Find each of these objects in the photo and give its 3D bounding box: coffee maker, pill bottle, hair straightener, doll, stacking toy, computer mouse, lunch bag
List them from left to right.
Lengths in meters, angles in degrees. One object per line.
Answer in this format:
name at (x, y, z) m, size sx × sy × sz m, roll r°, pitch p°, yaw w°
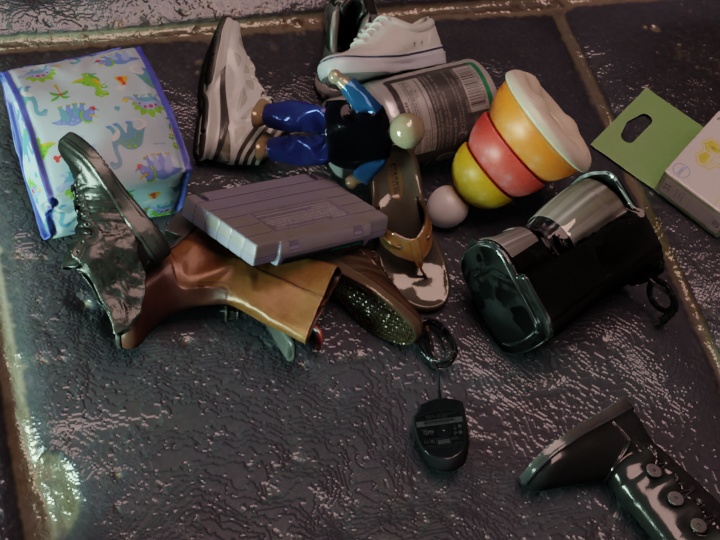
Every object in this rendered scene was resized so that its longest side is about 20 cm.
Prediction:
lunch bag at (-0.299, -0.152, 1.734) m, size 0.169 × 0.128 × 0.201 m, roll -13°, pitch 69°, yaw -21°
hair straightener at (-0.123, 0.022, 1.703) m, size 0.077 × 0.041 × 0.200 m, roll -24°, pitch 63°, yaw -27°
doll at (-0.024, -0.160, 1.738) m, size 0.198 × 0.138 × 0.048 m, roll 4°, pitch 22°, yaw 21°
pill bottle at (0.058, -0.178, 1.844) m, size 0.198 × 0.113 × 0.114 m, roll -16°, pitch 60°, yaw -23°
computer mouse at (0.085, 0.136, 1.683) m, size 0.058 × 0.034 × 0.201 m, roll -6°, pitch 50°, yaw 3°
stacking toy at (0.156, -0.122, 1.805) m, size 0.146 × 0.200 × 0.146 m, roll 44°, pitch 18°, yaw -19°
coffee maker at (0.239, 0.009, 1.741) m, size 0.199 × 0.135 × 0.192 m, roll -32°, pitch 68°, yaw -30°

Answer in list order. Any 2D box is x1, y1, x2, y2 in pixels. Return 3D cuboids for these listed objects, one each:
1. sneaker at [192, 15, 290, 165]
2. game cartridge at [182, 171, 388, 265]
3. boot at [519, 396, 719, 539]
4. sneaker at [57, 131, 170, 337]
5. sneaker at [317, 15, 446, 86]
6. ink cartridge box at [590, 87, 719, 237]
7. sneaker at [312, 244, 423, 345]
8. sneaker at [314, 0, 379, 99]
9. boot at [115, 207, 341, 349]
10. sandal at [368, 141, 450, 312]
sneaker at (-0.134, -0.208, 1.857) m, size 0.114 × 0.076 × 0.202 m, roll 12°, pitch 61°, yaw -16°
game cartridge at (-0.079, -0.056, 1.692) m, size 0.199 × 0.039 × 0.129 m, roll -14°, pitch 41°, yaw -43°
boot at (0.287, 0.248, 1.630) m, size 0.164 × 0.066 × 0.200 m, roll -29°, pitch 70°, yaw -27°
sneaker at (-0.275, -0.039, 1.602) m, size 0.104 × 0.060 × 0.200 m, roll -40°, pitch 90°, yaw -14°
sneaker at (0.019, -0.264, 1.845) m, size 0.199 × 0.073 × 0.071 m, roll -16°, pitch 91°, yaw -46°
ink cartridge box at (0.412, -0.150, 1.951) m, size 0.200 × 0.048 × 0.145 m, roll 39°, pitch 56°, yaw 12°
sneaker at (0.000, 0.000, 1.729) m, size 0.199 × 0.071 × 0.076 m, roll 36°, pitch 55°, yaw 13°
sneaker at (-0.007, -0.313, 1.923) m, size 0.074 × 0.116 × 0.201 m, roll 10°, pitch 54°, yaw -4°
boot at (-0.143, 0.039, 1.654) m, size 0.199 × 0.069 × 0.189 m, roll 23°, pitch 52°, yaw 13°
sandal at (0.054, -0.051, 1.750) m, size 0.081 × 0.055 × 0.202 m, roll -8°, pitch 87°, yaw -8°
